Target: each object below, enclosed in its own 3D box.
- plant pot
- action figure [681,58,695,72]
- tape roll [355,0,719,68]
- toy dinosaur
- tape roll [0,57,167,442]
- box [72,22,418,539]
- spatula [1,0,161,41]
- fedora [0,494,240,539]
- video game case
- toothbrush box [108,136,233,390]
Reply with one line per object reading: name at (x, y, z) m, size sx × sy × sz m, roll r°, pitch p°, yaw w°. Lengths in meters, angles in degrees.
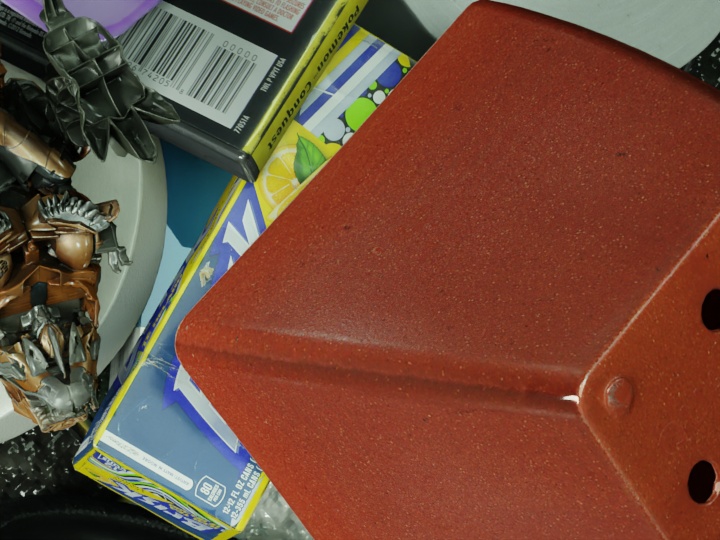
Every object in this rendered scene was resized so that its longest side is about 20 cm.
plant pot at (0.091, 0.037, 1.059) m, size 0.200 × 0.176 × 0.200 m, roll -48°, pitch 121°, yaw -23°
action figure at (0.212, -0.016, 1.255) m, size 0.200 × 0.102 × 0.119 m, roll 26°, pitch 64°, yaw -6°
tape roll at (0.076, -0.170, 1.222) m, size 0.200 × 0.066 × 0.201 m, roll 0°, pitch 89°, yaw -24°
toy dinosaur at (-0.140, -0.043, 1.064) m, size 0.102 × 0.136 × 0.200 m, roll -36°, pitch 86°, yaw -18°
tape roll at (-0.177, -0.026, 1.158) m, size 0.202 × 0.037 × 0.204 m, roll -3°, pitch 78°, yaw 13°
box at (-0.034, 0.005, 1.125) m, size 0.070 × 0.064 × 0.200 m, roll 30°, pitch 74°, yaw -6°
spatula at (-0.057, -0.163, 1.113) m, size 0.056 × 0.021 × 0.200 m, roll 35°, pitch 77°, yaw 26°
fedora at (-0.087, 0.172, 1.143) m, size 0.200 × 0.201 × 0.092 m, roll 15°, pitch 110°, yaw -10°
video game case at (-0.080, -0.152, 1.139) m, size 0.200 × 0.026 × 0.181 m, roll 27°, pitch 75°, yaw 20°
toothbrush box at (0.000, 0.000, 1.211) m, size 0.199 × 0.085 × 0.147 m, roll 5°, pitch 79°, yaw -11°
